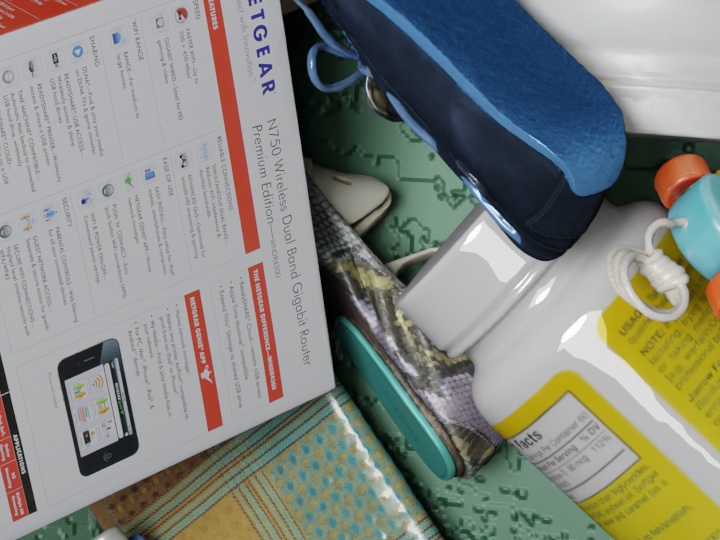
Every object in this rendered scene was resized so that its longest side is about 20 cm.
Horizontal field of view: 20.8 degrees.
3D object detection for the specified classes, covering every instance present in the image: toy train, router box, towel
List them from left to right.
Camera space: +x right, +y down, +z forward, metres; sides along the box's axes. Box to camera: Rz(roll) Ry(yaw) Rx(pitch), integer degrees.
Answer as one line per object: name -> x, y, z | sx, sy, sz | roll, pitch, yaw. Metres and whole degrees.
router box -> -0.106, -0.012, 0.761 | 0.049, 0.178, 0.202 | 30, 135, 49
towel -> -0.028, 0.142, 0.891 | 0.146, 0.022, 0.201 | -36, 83, 21
toy train -> 0.189, 0.028, 0.735 | 0.200, 0.150, 0.056 | 41, 123, -4

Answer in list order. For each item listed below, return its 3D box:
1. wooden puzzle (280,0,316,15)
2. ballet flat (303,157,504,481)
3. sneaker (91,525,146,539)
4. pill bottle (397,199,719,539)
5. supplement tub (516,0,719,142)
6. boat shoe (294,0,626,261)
wooden puzzle -> -0.095, -0.184, 0.782 | 0.184, 0.037, 0.202 | -26, 106, -24
ballet flat -> 0.000, 0.000, 0.869 | 0.072, 0.072, 0.201 | -43, 82, 12
sneaker -> -0.079, 0.185, 0.856 | 0.199, 0.080, 0.148 | -7, 103, 38
pill bottle -> 0.118, 0.046, 0.795 | 0.200, 0.114, 0.114 | 43, 102, -1
supplement tub -> 0.121, -0.155, 0.784 | 0.139, 0.140, 0.202 | 5, 93, 14
boat shoe -> 0.020, -0.081, 0.746 | 0.201, 0.083, 0.069 | 59, 148, 36
